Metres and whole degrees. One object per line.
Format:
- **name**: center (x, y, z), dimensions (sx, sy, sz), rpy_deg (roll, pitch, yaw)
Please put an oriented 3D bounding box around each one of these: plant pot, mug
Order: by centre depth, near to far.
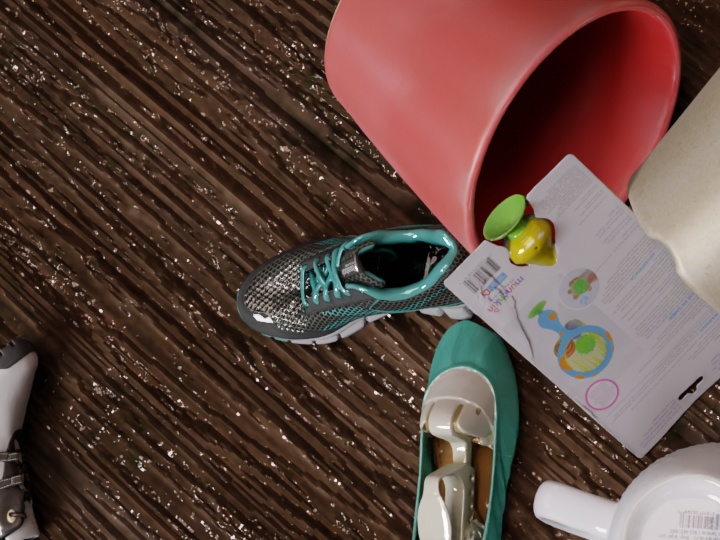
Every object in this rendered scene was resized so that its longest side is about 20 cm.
- **mug**: center (0.201, 0.171, 1.576), dimensions (0.199, 0.175, 0.149), rpy_deg (17, 85, 24)
- **plant pot**: center (0.274, -0.067, 1.601), dimensions (0.183, 0.200, 0.201), rpy_deg (-43, 67, 20)
- **plant pot**: center (0.084, -0.127, 1.690), dimensions (0.177, 0.200, 0.201), rpy_deg (38, 95, 35)

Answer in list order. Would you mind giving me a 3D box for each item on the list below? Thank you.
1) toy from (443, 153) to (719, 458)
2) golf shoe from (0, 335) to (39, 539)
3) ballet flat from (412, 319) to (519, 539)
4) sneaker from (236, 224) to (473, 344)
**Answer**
- **toy**: center (0.153, 0.018, 1.647), dimensions (0.115, 0.200, 0.047), rpy_deg (-46, 31, 7)
- **golf shoe**: center (-0.262, 0.149, 1.836), dimensions (0.094, 0.078, 0.201), rpy_deg (24, 90, 7)
- **ballet flat**: center (0.067, 0.128, 1.698), dimensions (0.067, 0.070, 0.202), rpy_deg (-2, 78, 22)
- **sneaker**: center (0.000, 0.000, 1.740), dimensions (0.199, 0.091, 0.078), rpy_deg (-12, 74, 20)
